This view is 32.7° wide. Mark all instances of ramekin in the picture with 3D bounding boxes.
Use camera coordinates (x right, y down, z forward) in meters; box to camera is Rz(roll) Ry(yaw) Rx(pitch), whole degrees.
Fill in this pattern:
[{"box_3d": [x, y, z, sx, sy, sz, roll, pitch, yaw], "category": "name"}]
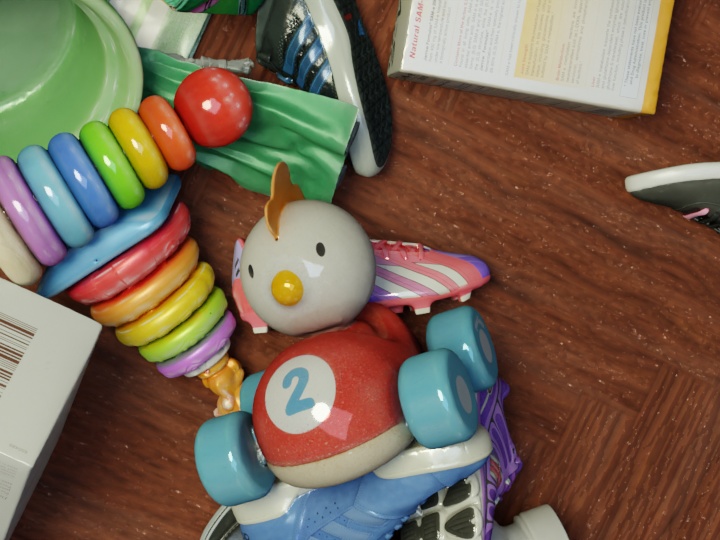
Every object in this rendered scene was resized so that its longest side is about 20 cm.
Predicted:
[{"box_3d": [-0.254, -0.140, 0.818, 0.199, 0.200, 0.098, -27, 54, -3], "category": "ramekin"}]

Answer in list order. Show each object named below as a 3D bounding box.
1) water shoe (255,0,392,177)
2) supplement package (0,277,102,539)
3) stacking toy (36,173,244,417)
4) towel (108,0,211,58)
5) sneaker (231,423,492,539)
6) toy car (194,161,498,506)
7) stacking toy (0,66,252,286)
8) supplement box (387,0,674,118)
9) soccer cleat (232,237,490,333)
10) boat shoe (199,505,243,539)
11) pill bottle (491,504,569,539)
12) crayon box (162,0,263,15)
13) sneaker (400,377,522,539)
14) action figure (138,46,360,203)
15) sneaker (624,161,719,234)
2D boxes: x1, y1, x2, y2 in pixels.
[{"box_3d": [-0.036, -0.163, 0.928, 0.078, 0.071, 0.201, -15, 98, 23], "category": "water shoe"}, {"box_3d": [-0.268, 0.105, 0.836, 0.117, 0.200, 0.117, 25, 50, -8], "category": "supplement package"}, {"box_3d": [-0.134, 0.038, 0.915, 0.116, 0.110, 0.200, -32, 109, 12], "category": "stacking toy"}, {"box_3d": [-0.212, -0.215, 0.916, 0.199, 0.023, 0.153, 23, 91, -7], "category": "towel"}, {"box_3d": [0.012, 0.179, 0.855, 0.199, 0.077, 0.112, -20, 94, 18], "category": "sneaker"}, {"box_3d": [-0.032, 0.027, 0.828, 0.183, 0.177, 0.201, -19, 100, 19], "category": "toy car"}, {"box_3d": [-0.163, -0.075, 0.817, 0.199, 0.085, 0.086, -32, 97, -7], "category": "stacking toy"}, {"box_3d": [0.129, -0.193, 0.929, 0.199, 0.074, 0.127, 10, 94, -7], "category": "supplement box"}, {"box_3d": [0.000, 0.000, 0.938, 0.199, 0.067, 0.077, -9, 91, -3], "category": "soccer cleat"}, {"box_3d": [-0.037, 0.180, 0.942, 0.199, 0.071, 0.072, -31, 97, -3], "category": "boat shoe"}, {"box_3d": [0.068, 0.254, 0.940, 0.199, 0.111, 0.112, -21, 96, -4], "category": "pill bottle"}, {"box_3d": [-0.150, -0.265, 0.843, 0.200, 0.119, 0.058, 46, 111, 7], "category": "crayon box"}, {"box_3d": [0.086, 0.157, 0.896, 0.083, 0.080, 0.201, 25, 58, -30], "category": "sneaker"}, {"box_3d": [-0.102, -0.115, 0.892, 0.199, 0.055, 0.119, 22, 130, 2], "category": "action figure"}, {"box_3d": [0.303, -0.031, 0.962, 0.199, 0.071, 0.100, 4, 89, -11], "category": "sneaker"}]
